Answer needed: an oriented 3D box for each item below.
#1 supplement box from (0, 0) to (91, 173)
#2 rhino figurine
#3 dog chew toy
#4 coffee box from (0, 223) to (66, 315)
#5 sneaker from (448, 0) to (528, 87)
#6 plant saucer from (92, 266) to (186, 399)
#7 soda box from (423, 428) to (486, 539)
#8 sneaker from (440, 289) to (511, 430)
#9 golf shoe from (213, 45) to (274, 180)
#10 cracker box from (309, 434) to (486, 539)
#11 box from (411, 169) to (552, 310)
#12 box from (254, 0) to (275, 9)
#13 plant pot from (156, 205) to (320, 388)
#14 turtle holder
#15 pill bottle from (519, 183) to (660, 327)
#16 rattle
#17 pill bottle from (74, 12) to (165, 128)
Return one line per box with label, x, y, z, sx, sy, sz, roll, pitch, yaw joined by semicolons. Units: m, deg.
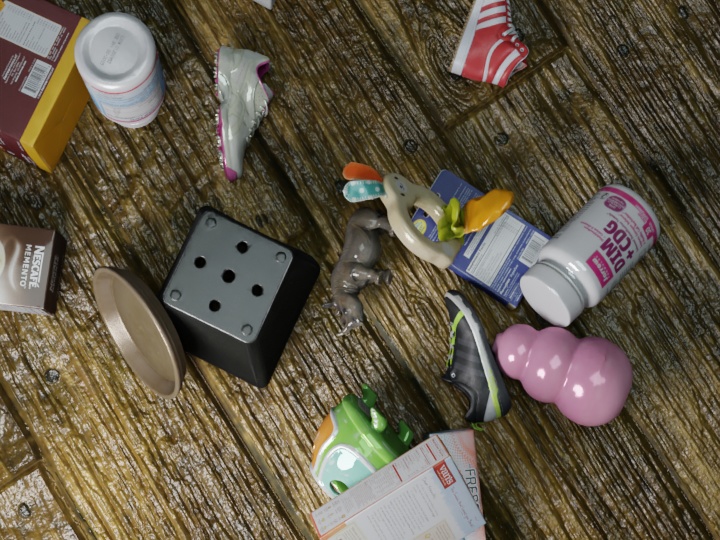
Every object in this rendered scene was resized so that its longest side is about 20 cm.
supplement box;-0.497;-0.281;1.506;0.197;0.133;0.200;24;79;0
rhino figurine;0.000;0.000;1.531;0.086;0.060;0.203;13;78;26
dog chew toy;0.281;0.139;1.508;0.197;0.125;0.126;21;78;7
coffee box;-0.522;-0.008;1.480;0.196;0.080;0.117;6;79;-4
sneaker;0.218;-0.377;1.617;0.111;0.071;0.203;21;86;3
plant saucer;-0.295;0.080;1.432;0.029;0.200;0.201;-31;83;-30
soda box;0.133;0.325;1.485;0.067;0.064;0.204;-5;79;-6
sneaker;0.147;0.128;1.518;0.082;0.072;0.203;-21;78;1
golf shoe;-0.170;-0.232;1.557;0.090;0.075;0.204;0;81;-8
cracker box;0.050;0.324;1.391;0.198;0.058;0.135;-30;121;-3
box;0.173;-0.048;1.572;0.198;0.032;0.122;33;79;1
box;-0.141;-0.503;1.543;0.105;0.200;0.154;27;78;-1
plant pot;-0.178;0.024;1.456;0.197;0.178;0.203;25;79;1
turtle holder;0.013;0.263;1.464;0.132;0.141;0.185;-43;125;4
pill bottle;0.328;-0.020;1.530;0.113;0.113;0.200;46;73;4
rattle;0.086;-0.110;1.471;0.200;0.143;0.131;45;54;-7
pill bottle;-0.329;-0.270;1.484;0.107;0.200;0.111;1;80;-5
